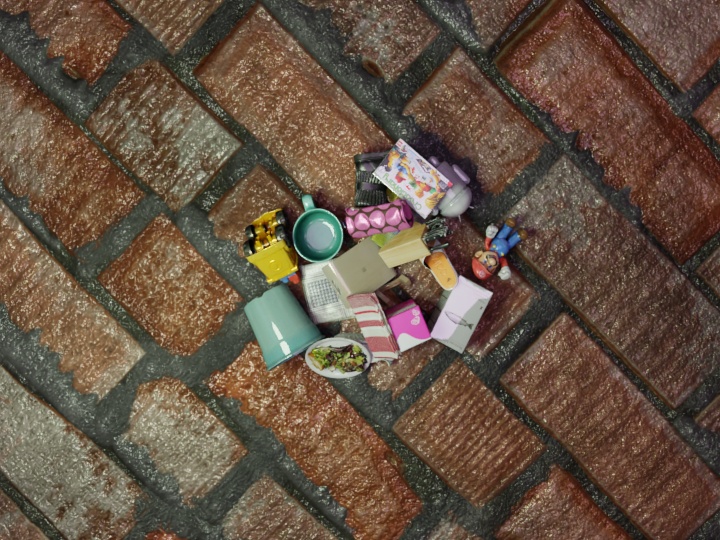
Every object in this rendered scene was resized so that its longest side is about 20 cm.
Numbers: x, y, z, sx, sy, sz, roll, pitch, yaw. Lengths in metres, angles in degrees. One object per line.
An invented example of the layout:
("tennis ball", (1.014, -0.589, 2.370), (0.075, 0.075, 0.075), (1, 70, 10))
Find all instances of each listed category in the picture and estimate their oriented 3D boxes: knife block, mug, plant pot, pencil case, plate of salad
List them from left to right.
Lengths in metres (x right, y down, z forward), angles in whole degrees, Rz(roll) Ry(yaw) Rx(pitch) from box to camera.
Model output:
("plant pot", (-0.236, 0.161, 1.693), (0.198, 0.200, 0.198), (-31, 85, 2))
("mug", (-0.119, -0.119, 1.705), (0.149, 0.114, 0.189), (15, 93, 0))
("plate of salad", (-0.068, 0.271, 1.710), (0.196, 0.049, 0.202), (1, 134, 1))
("pencil case", (0.052, -0.151, 1.639), (0.197, 0.091, 0.095), (-8, 104, 26))
("knife block", (0.166, -0.074, 1.645), (0.199, 0.175, 0.064), (-41, 116, -4))

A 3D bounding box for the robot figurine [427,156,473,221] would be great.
("robot figurine", (0.250, -0.239, 1.694), (0.169, 0.113, 0.200), (-44, 93, -14))

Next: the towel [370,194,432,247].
("towel", (0.131, -0.144, 1.720), (0.143, 0.023, 0.202), (32, 93, -26))

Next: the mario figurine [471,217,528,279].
("mario figurine", (0.414, -0.056, 1.704), (0.123, 0.106, 0.201), (38, 85, 33))

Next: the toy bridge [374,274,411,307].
("toy bridge", (0.069, 0.084, 1.740), (0.200, 0.027, 0.067), (-46, 48, -11))

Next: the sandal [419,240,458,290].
("sandal", (0.221, -0.033, 1.682), (0.079, 0.059, 0.208), (-40, 52, 10))

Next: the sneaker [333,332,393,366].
("sneaker", (0.010, 0.240, 1.749), (0.196, 0.076, 0.082), (11, 104, 2))

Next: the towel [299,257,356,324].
("towel", (-0.076, 0.060, 1.755), (0.196, 0.035, 0.196), (-11, 93, 1))

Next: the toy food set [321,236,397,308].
("toy food set", (0.000, 0.000, 1.719), (0.199, 0.060, 0.145), (-35, 96, -21))

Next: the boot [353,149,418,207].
("boot", (0.079, -0.267, 1.697), (0.207, 0.079, 0.161), (-5, 87, 3))

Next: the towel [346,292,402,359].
("towel", (0.035, 0.160, 1.620), (0.023, 0.143, 0.203), (-28, 99, -30))

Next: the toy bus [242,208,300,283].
("toy bus", (-0.243, -0.057, 1.700), (0.134, 0.201, 0.193), (-25, 125, 10))

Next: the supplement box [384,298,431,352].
("supplement box", (0.134, 0.157, 1.675), (0.102, 0.200, 0.103), (-23, 93, 2))

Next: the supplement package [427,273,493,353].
("supplement package", (0.291, 0.123, 1.713), (0.115, 0.117, 0.203), (26, 94, -3))

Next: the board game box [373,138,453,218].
("board game box", (0.149, -0.261, 1.629), (0.199, 0.035, 0.127), (40, 103, 0))

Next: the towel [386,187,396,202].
("towel", (0.102, -0.254, 1.745), (0.200, 0.018, 0.086), (44, 87, -1))
